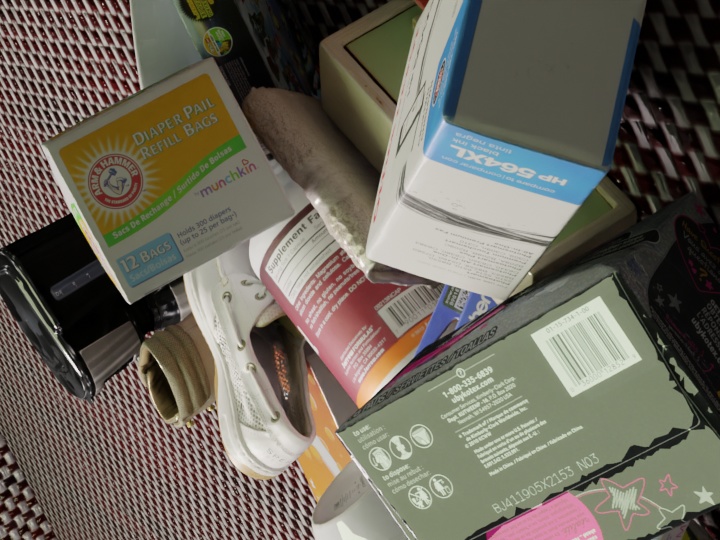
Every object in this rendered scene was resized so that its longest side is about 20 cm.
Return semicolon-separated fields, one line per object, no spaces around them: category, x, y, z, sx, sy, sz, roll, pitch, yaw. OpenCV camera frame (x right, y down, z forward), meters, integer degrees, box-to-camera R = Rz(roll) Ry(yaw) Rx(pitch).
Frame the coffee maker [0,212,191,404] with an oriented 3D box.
coffee maker;-0.190;-0.022;1.829;0.192;0.200;0.135;51;159;23

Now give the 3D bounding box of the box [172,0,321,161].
box;-0.083;-0.179;1.457;0.201;0.040;0.137;64;-165;-15

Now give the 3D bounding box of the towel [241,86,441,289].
towel;0.004;-0.049;1.387;0.133;0.034;0.200;51;-165;15

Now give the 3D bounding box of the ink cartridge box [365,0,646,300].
ink cartridge box;0.070;-0.089;1.119;0.084;0.147;0.200;15;160;-6

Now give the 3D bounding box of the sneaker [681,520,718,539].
sneaker;0.164;0.167;1.351;0.074;0.085;0.200;-34;85;27

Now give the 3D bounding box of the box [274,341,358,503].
box;0.010;0.110;1.677;0.124;0.097;0.201;22;139;61

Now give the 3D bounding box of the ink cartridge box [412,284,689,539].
ink cartridge box;0.104;0.083;1.305;0.200;0.042;0.120;31;105;30

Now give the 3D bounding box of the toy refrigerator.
toy refrigerator;0.064;-0.066;1.301;0.200;0.076;0.070;49;160;28

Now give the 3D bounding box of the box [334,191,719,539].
box;0.112;0.070;1.179;0.200;0.115;0.132;-32;94;36

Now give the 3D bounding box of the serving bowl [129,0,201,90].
serving bowl;-0.106;-0.141;1.564;0.200;0.066;0.201;-9;-90;-86

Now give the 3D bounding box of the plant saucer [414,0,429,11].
plant saucer;0.013;-0.247;1.212;0.200;0.037;0.200;51;160;24

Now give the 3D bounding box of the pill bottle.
pill bottle;0.000;0.000;1.510;0.200;0.113;0.113;52;160;22

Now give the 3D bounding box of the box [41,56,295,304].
box;-0.119;-0.055;1.369;0.102;0.112;0.200;62;174;-7

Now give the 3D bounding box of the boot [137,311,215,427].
boot;-0.093;0.067;1.781;0.072;0.155;0.200;45;164;24

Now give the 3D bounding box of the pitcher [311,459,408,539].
pitcher;0.069;0.204;1.453;0.200;0.121;0.172;45;-179;-11

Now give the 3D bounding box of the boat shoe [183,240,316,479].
boat shoe;-0.066;0.038;1.566;0.069;0.071;0.201;-32;64;37
